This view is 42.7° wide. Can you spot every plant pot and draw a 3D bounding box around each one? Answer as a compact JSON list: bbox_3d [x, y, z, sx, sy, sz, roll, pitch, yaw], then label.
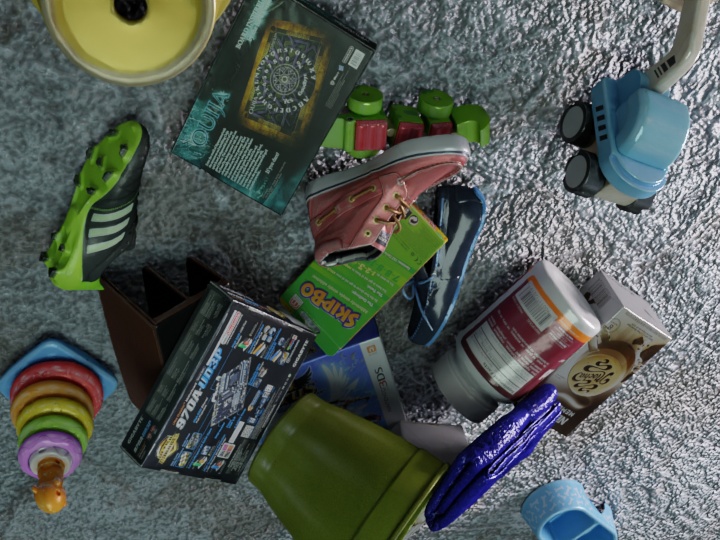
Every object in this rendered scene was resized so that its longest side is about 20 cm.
[{"bbox_3d":[-0.025,0.253,1.094,0.192,0.200,0.203,36,121,13],"label":"plant pot"},{"bbox_3d":[-0.187,-0.250,0.741,0.196,0.191,0.204,-7,130,-9],"label":"plant pot"}]

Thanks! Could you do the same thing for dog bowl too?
[{"bbox_3d":[0.343,0.412,1.488,0.111,0.050,0.199,-39,126,16],"label":"dog bowl"}]

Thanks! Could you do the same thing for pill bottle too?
[{"bbox_3d":[0.192,0.093,1.158,0.113,0.115,0.200,33,113,-33],"label":"pill bottle"}]

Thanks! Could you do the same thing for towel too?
[{"bbox_3d":[0.168,0.234,1.135,0.198,0.049,0.149,-26,149,-44],"label":"towel"}]

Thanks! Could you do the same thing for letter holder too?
[{"bbox_3d":[-0.216,0.086,1.063,0.100,0.141,0.203,-31,134,-32],"label":"letter holder"}]

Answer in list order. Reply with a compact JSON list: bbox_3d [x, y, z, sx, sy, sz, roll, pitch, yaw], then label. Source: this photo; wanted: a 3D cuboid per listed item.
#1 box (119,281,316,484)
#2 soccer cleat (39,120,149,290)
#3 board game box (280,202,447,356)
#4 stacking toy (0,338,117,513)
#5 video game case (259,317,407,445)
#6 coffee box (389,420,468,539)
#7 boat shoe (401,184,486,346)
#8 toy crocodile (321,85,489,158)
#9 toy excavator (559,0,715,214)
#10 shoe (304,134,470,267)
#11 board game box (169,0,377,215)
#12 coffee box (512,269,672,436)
[{"bbox_3d":[-0.150,0.130,1.011,0.158,0.046,0.203,27,92,-53],"label":"box"},{"bbox_3d":[-0.259,-0.064,0.950,0.080,0.068,0.202,11,121,-47],"label":"soccer cleat"},{"bbox_3d":[0.000,0.000,1.057,0.096,0.030,0.200,46,108,4],"label":"board game box"},{"bbox_3d":[-0.343,0.190,1.029,0.109,0.202,0.116,-37,129,15],"label":"stacking toy"},{"bbox_3d":[-0.050,0.166,1.193,0.196,0.046,0.184,-19,129,0],"label":"video game case"},{"bbox_3d":[0.055,0.296,1.269,0.112,0.081,0.201,11,135,-32],"label":"coffee box"},{"bbox_3d":[0.084,-0.010,1.085,0.067,0.084,0.204,12,107,-15],"label":"boat shoe"},{"bbox_3d":[0.040,-0.148,0.963,0.195,0.062,0.069,-1,128,-14],"label":"toy crocodile"},{"bbox_3d":[0.310,-0.185,0.973,0.098,0.198,0.200,15,151,-24],"label":"toy excavator"},{"bbox_3d":[0.030,-0.068,0.960,0.197,0.093,0.071,-17,161,28],"label":"shoe"},{"bbox_3d":[-0.089,-0.169,0.909,0.134,0.028,0.202,29,117,-10],"label":"board game box"},{"bbox_3d":[0.295,0.113,1.223,0.112,0.081,0.201,27,116,-31],"label":"coffee box"}]
